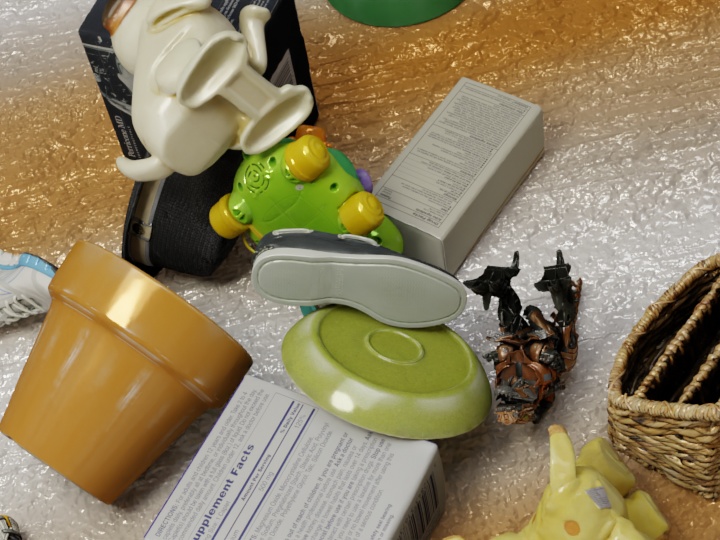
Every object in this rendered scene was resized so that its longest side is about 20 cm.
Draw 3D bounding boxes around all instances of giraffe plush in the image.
[{"bbox_3d":[0.161,0.241,1.211,0.162,0.199,0.173,-40,55,15],"label":"giraffe plush"}]

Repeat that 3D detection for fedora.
[{"bbox_3d":[-0.162,-0.067,1.474,0.091,0.201,0.202,22,58,8],"label":"fedora"}]

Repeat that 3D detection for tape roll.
[{"bbox_3d":[0.046,-0.377,1.759,0.198,0.048,0.202,-5,52,6],"label":"tape roll"}]

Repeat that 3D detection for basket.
[{"bbox_3d":[0.305,0.069,1.307,0.142,0.150,0.200,29,63,28],"label":"basket"}]

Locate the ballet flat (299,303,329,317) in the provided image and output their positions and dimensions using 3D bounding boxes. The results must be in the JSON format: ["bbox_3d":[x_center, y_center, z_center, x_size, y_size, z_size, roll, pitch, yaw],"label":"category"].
[{"bbox_3d":[0.000,0.077,1.410,0.062,0.068,0.201,-16,51,-15],"label":"ballet flat"}]

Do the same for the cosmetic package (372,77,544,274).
[{"bbox_3d":[0.097,-0.096,1.518,0.103,0.073,0.200,25,61,26],"label":"cosmetic package"}]

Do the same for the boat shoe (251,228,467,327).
[{"bbox_3d":[0.000,0.000,1.347,0.198,0.076,0.061,13,33,-7],"label":"boat shoe"}]

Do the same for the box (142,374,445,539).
[{"bbox_3d":[-0.053,0.218,1.283,0.198,0.105,0.185,18,56,22],"label":"box"}]

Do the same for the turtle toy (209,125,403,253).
[{"bbox_3d":[-0.039,-0.056,1.412,0.145,0.200,0.102,-33,24,32],"label":"turtle toy"}]

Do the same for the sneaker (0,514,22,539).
[{"bbox_3d":[-0.326,0.258,1.319,0.199,0.078,0.082,27,60,27],"label":"sneaker"}]

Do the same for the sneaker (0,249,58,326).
[{"bbox_3d":[-0.351,0.029,1.496,0.199,0.075,0.087,9,64,45],"label":"sneaker"}]

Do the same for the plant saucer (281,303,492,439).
[{"bbox_3d":[0.028,0.079,1.330,0.198,0.031,0.201,13,29,-7],"label":"plant saucer"}]

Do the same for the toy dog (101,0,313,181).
[{"bbox_3d":[-0.160,-0.187,1.367,0.194,0.139,0.201,-49,47,19],"label":"toy dog"}]

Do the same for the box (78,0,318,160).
[{"bbox_3d":[-0.166,-0.208,1.570,0.194,0.201,0.125,13,55,19],"label":"box"}]

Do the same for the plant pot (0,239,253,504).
[{"bbox_3d":[-0.230,0.105,1.361,0.199,0.200,0.184,27,77,27],"label":"plant pot"}]

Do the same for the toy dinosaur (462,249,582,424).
[{"bbox_3d":[0.160,0.060,1.367,0.101,0.137,0.200,-12,23,12],"label":"toy dinosaur"}]
